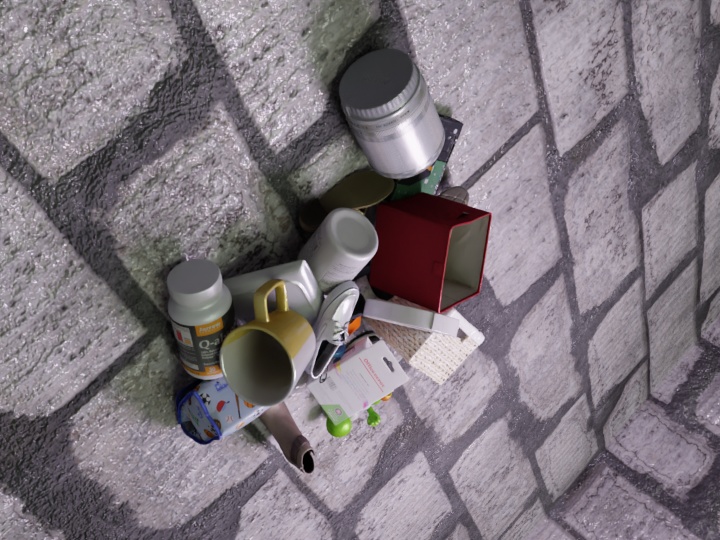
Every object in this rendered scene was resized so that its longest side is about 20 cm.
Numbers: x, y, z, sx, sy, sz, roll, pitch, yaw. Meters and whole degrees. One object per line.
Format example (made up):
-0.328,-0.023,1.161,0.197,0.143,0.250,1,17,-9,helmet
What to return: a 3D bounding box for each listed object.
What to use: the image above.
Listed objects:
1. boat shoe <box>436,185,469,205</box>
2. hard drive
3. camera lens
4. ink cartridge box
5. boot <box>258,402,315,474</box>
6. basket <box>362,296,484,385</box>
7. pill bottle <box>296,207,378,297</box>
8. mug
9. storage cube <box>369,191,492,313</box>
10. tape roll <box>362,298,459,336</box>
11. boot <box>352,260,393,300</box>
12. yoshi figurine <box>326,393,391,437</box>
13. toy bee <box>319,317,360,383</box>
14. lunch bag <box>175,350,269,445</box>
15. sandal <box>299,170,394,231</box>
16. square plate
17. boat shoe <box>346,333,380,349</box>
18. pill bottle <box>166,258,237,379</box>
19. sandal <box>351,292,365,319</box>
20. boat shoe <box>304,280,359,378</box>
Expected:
0.161,-0.109,1.811,0.076,0.072,0.200,45,89,-8,boat shoe
0.128,-0.232,1.707,0.138,0.038,0.203,2,115,-47,hard drive
0.061,-0.283,1.500,0.160,0.159,0.201,-45,141,-10,camera lens
-0.003,0.228,1.751,0.198,0.067,0.118,-32,103,14,ink cartridge box
-0.155,0.347,1.753,0.070,0.146,0.202,-35,138,-18,boot
0.144,0.129,1.864,0.162,0.199,0.198,-51,142,0,basket
-0.059,-0.019,1.558,0.113,0.116,0.200,-14,157,-39,pill bottle
-0.145,0.129,1.459,0.188,0.148,0.153,-59,171,27,mug
0.140,-0.041,1.647,0.170,0.178,0.204,-20,124,-50,storage cube
0.103,0.096,1.655,0.201,0.200,0.038,19,82,-50,tape roll
0.001,0.001,1.721,0.161,0.073,0.201,-24,133,-30,boot
-0.016,0.320,1.873,0.111,0.113,0.200,-13,155,-45,yoshi figurine
-0.081,0.135,1.726,0.200,0.107,0.133,-34,141,-64,toy bee
-0.260,0.250,1.577,0.168,0.125,0.200,-29,174,-30,lunch bag
-0.031,-0.127,1.610,0.209,0.078,0.070,-28,159,-21,sandal
-0.164,0.070,1.546,0.194,0.029,0.201,-14,139,10,square plate
-0.022,0.221,1.867,0.200,0.060,0.073,-36,139,-22,boat shoe
-0.281,0.088,1.454,0.115,0.116,0.203,-29,136,-27,pill bottle
-0.083,0.084,1.667,0.197,0.077,0.043,-22,158,-16,sandal
-0.051,0.116,1.552,0.073,0.065,0.202,6,120,-43,boat shoe
